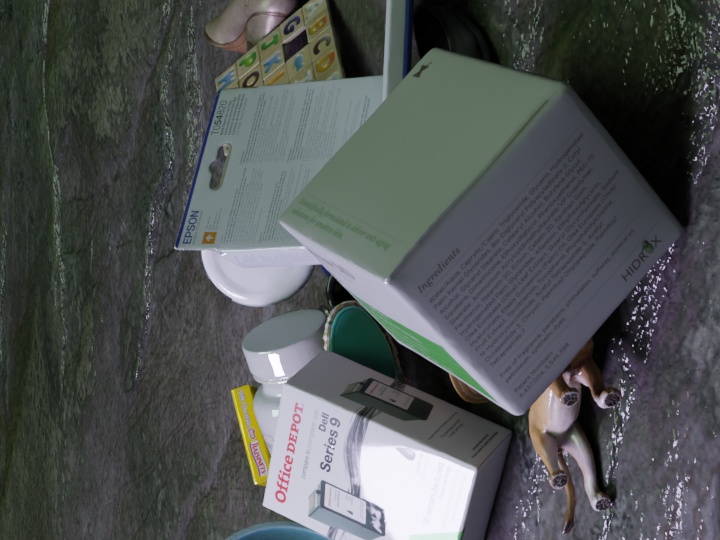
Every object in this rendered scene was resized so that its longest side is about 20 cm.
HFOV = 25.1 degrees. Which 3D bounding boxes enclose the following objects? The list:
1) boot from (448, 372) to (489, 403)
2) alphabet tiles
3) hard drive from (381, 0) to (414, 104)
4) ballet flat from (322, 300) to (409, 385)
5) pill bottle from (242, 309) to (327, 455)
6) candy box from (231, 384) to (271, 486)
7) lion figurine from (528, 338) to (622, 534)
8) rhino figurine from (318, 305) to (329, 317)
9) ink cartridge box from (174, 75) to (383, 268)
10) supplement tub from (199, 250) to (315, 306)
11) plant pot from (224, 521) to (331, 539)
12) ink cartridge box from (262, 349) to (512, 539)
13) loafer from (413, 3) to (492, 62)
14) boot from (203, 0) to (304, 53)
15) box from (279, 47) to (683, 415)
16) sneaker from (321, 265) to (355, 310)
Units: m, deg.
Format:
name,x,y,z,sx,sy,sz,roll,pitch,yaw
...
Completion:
name,x,y,z,sx,sy,sz,roll,pitch,yaw
boot,0.081,0.009,1.467,0.155,0.077,0.200,-149,44,-70
alphabet tiles,-0.086,-0.189,1.710,0.167,0.008,0.200,-36,40,23
hard drive,0.034,-0.183,1.481,0.132,0.025,0.200,90,-178,-67
ballet flat,0.016,0.119,1.556,0.064,0.076,0.200,-142,28,-78
pill bottle,-0.044,0.146,1.618,0.114,0.114,0.200,23,136,62
candy box,-0.084,0.184,1.730,0.200,0.026,0.102,36,-145,-71
lion figurine,0.161,0.103,1.310,0.123,0.072,0.200,-117,30,-53
rhino figurine,-0.031,0.113,1.714,0.087,0.060,0.200,-94,12,-67
ink cartridge box,-0.065,-0.096,1.573,0.041,0.200,0.200,55,-139,-52
supplement tub,-0.098,-0.040,1.705,0.200,0.122,0.123,-75,-12,-77
plant pot,-0.090,0.409,1.750,0.196,0.200,0.200,104,150,-47
ink cartridge box,0.020,0.182,1.479,0.200,0.084,0.146,22,119,20
loafer,0.080,-0.162,1.441,0.073,0.072,0.200,114,144,-46
boot,-0.119,-0.317,1.857,0.200,0.070,0.146,41,123,55
box,0.089,-0.036,1.234,0.200,0.171,0.199,-47,29,-7
sneaker,0.000,0.000,1.609,0.200,0.089,0.079,-158,68,-65
